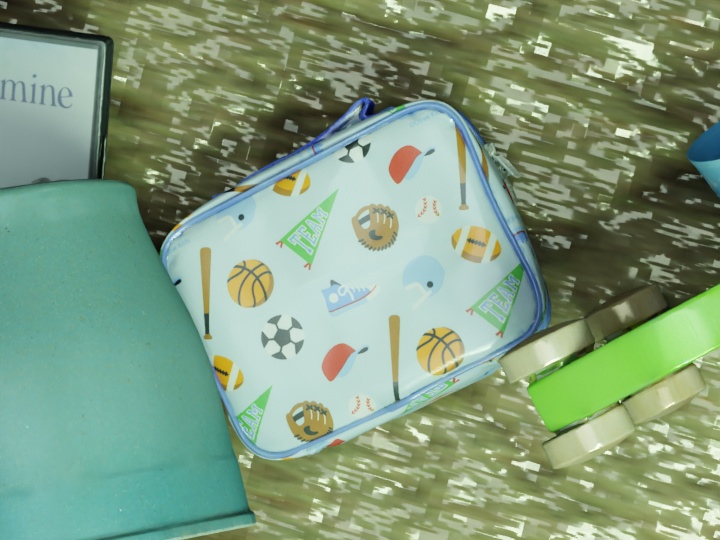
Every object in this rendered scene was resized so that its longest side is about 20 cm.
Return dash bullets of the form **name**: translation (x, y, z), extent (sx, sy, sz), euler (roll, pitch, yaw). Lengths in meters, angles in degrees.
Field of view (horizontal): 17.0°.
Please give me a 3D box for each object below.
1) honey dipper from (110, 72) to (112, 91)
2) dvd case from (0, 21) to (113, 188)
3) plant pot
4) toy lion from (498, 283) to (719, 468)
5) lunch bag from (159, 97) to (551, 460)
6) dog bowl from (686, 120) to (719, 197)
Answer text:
- **honey dipper**: translation (-0.239, -0.108, 1.346), extent (0.198, 0.038, 0.038), euler (-1, 90, 9)
- **dvd case**: translation (-0.212, -0.038, 1.331), extent (0.141, 0.018, 0.202), euler (8, 104, 8)
- **plant pot**: translation (-0.167, 0.056, 1.246), extent (0.198, 0.200, 0.190), euler (-11, 85, 7)
- **toy lion**: translation (0.189, 0.019, 1.217), extent (0.191, 0.200, 0.069), euler (-29, 85, 26)
- **lunch bag**: translation (0.000, 0.000, 1.298), extent (0.199, 0.076, 0.161), euler (-26, 85, 8)
- **dog bowl**: translation (0.269, -0.081, 1.247), extent (0.199, 0.112, 0.050), euler (-25, 101, 7)
